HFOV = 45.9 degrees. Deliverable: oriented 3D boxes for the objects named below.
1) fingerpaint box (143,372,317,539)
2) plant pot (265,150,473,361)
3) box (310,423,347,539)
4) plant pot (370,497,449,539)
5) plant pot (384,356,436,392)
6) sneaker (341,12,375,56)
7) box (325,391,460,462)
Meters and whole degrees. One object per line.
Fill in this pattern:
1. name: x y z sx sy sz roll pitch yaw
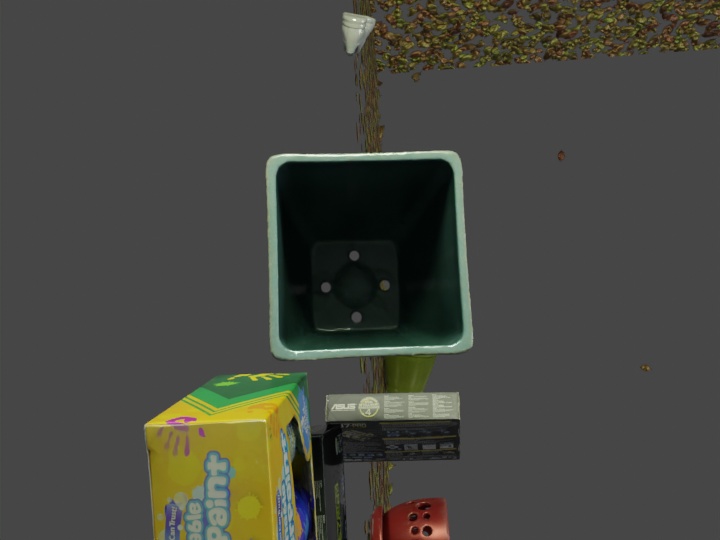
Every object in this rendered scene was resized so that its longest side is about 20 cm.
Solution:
1. fingerpaint box: -0.069 0.177 0.529 0.167 0.072 0.205 -18 104 -86
2. plant pot: 0.000 0.000 0.906 0.200 0.192 0.200 116 -28 -79
3. box: -0.045 0.280 0.958 0.193 0.046 0.204 73 14 -82
4. plant pot: 0.115 0.624 1.937 0.200 0.178 0.205 -3 90 -85
5. plant pot: 0.161 0.324 2.886 0.200 0.196 0.197 -64 162 -81
6. sneaker: -0.013 -0.522 1.888 0.200 0.074 0.090 -63 163 -70
7. box: 0.053 0.239 1.283 0.162 0.196 0.050 78 11 -58
